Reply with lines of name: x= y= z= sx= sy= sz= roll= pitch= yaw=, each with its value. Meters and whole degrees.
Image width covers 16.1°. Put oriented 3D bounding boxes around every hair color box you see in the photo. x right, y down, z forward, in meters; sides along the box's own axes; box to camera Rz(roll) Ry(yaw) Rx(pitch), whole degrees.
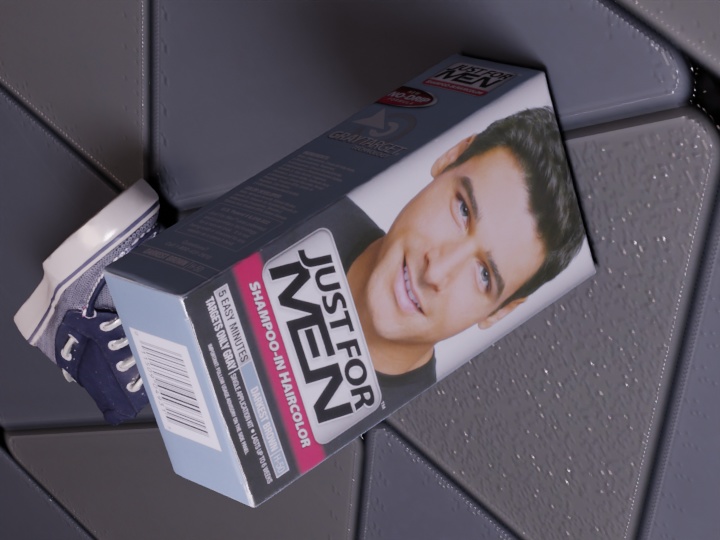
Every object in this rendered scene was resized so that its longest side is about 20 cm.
hair color box: x=0.000 y=0.000 z=1.057 sx=0.060 sy=0.199 sz=0.100 roll=16 pitch=131 yaw=49

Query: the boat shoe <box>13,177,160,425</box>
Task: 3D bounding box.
boat shoe: x=-0.128 y=0.021 z=1.408 sx=0.093 sy=0.075 sz=0.200 roll=48 pitch=158 yaw=2
